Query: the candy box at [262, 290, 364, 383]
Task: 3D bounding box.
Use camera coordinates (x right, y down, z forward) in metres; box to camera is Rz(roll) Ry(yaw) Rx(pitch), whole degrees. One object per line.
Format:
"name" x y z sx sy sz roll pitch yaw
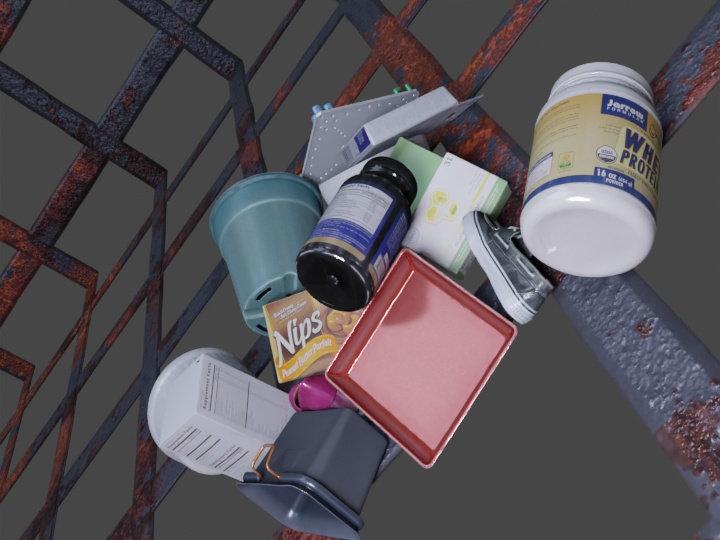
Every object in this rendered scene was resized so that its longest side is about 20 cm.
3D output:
"candy box" -0.045 0.082 1.257 0.197 0.055 0.118 -19 81 36

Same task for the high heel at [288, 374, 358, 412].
"high heel" -0.084 0.177 1.291 0.068 0.095 0.199 -62 24 -9

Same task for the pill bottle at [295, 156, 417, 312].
"pill bottle" 0.003 -0.054 1.160 0.111 0.112 0.202 -26 26 49

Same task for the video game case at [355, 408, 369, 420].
"video game case" 0.026 0.131 1.275 0.199 0.023 0.185 -31 36 47

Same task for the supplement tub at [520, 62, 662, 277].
"supplement tub" 0.257 -0.113 0.967 0.143 0.143 0.204 -27 40 48

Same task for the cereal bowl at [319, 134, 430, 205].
"cereal bowl" 0.033 -0.143 1.440 0.196 0.085 0.200 -25 3 1

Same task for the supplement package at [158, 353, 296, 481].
"supplement package" -0.194 0.235 1.351 0.109 0.198 0.115 -40 33 32

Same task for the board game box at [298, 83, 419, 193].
"board game box" -0.011 -0.218 1.483 0.026 0.196 0.202 56 149 26

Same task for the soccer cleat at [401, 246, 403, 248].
"soccer cleat" 0.074 -0.069 1.337 0.077 0.067 0.198 -47 34 -20

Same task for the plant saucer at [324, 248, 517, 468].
"plant saucer" 0.076 0.107 1.099 0.199 0.037 0.202 36 95 33

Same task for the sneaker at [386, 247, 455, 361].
"sneaker" 0.090 0.032 1.185 0.089 0.067 0.203 -31 51 19

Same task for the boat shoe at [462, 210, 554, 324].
"boat shoe" 0.189 -0.018 1.096 0.071 0.072 0.202 -41 40 16

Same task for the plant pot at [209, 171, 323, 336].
"plant pot" -0.133 -0.015 1.415 0.200 0.198 0.199 -43 45 28

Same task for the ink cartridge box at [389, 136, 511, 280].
"ink cartridge box" 0.095 -0.097 1.242 0.198 0.048 0.148 30 88 24

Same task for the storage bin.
"storage bin" -0.064 0.259 1.180 0.198 0.145 0.136 -18 35 54

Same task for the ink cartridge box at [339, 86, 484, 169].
"ink cartridge box" 0.075 -0.232 1.388 0.197 0.041 0.199 -26 1 -13

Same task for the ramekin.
"ramekin" -0.247 0.240 1.470 0.097 0.199 0.204 16 75 56
